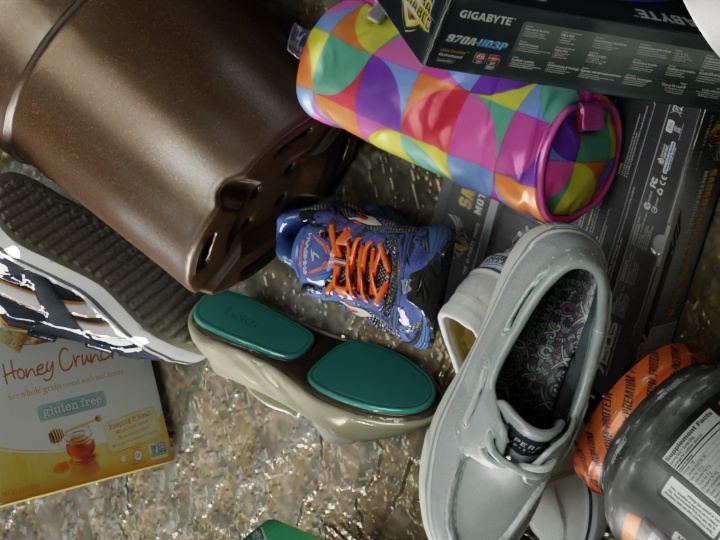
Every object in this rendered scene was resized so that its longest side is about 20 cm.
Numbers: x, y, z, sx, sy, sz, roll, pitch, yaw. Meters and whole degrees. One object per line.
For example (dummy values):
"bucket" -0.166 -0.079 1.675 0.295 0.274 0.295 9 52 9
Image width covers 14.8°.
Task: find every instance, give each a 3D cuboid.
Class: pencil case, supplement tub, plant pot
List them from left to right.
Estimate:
"plant pot" -0.118 -0.104 1.707 0.198 0.200 0.201 42 121 16
"pencil case" 0.052 -0.095 1.567 0.199 0.088 0.089 27 113 33
"supplement tub" 0.218 0.137 1.506 0.200 0.122 0.123 42 121 27

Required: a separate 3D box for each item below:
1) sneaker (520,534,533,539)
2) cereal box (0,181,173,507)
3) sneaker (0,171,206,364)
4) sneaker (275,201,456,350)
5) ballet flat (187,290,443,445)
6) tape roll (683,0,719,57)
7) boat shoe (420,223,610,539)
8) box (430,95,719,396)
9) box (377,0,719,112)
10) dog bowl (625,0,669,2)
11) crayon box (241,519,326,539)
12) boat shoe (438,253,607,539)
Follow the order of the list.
"sneaker" 0.116 0.220 1.619 0.200 0.066 0.091 48 160 24
"cereal box" -0.210 0.045 1.822 0.039 0.143 0.201 -15 89 53
"sneaker" -0.183 0.007 1.778 0.079 0.200 0.079 -30 40 35
"sneaker" 0.000 0.000 1.627 0.200 0.078 0.076 -161 79 -72
"ballet flat" -0.026 0.071 1.739 0.199 0.069 0.070 26 113 35
"tape roll" 0.214 -0.192 1.404 0.037 0.202 0.204 -9 92 39
"boat shoe" 0.084 0.075 1.498 0.070 0.072 0.202 16 104 -10
"box" 0.125 -0.048 1.597 0.158 0.048 0.201 29 115 33
"box" 0.093 -0.156 1.479 0.046 0.199 0.159 -66 34 29
"dog bowl" 0.112 -0.230 1.480 0.200 0.199 0.079 41 123 26
"crayon box" 0.004 0.237 1.689 0.199 0.058 0.119 17 134 47
"boat shoe" 0.084 0.096 1.590 0.074 0.086 0.203 19 135 42
